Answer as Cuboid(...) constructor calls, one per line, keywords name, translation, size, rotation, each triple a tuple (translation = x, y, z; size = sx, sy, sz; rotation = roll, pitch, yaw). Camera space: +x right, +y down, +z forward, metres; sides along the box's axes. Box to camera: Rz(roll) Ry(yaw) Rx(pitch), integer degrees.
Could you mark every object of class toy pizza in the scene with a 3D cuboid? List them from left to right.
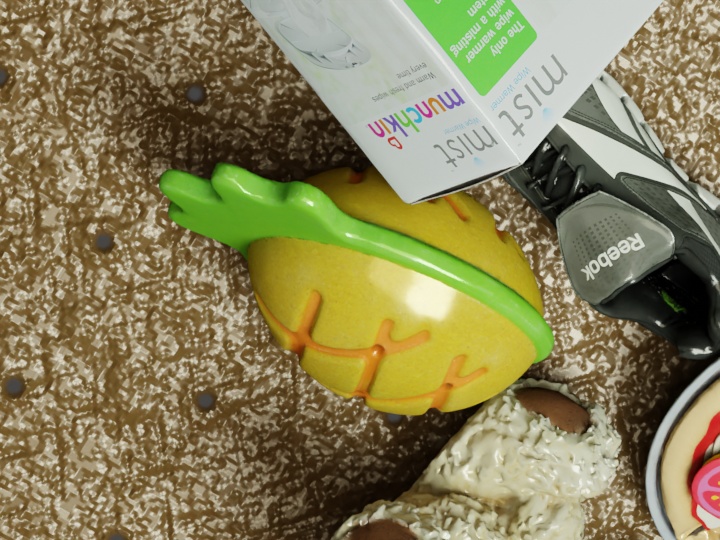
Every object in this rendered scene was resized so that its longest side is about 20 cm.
Cuboid(name="toy pizza", translation=(0.236, 0.096, 1.248), size=(0.199, 0.032, 0.201), rotation=(-3, 131, -4))

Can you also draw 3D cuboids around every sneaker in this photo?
Cuboid(name="sneaker", translation=(0.112, -0.032, 1.213), size=(0.200, 0.091, 0.066), rotation=(41, 121, -14))

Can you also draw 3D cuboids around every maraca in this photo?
Cuboid(name="maraca", translation=(0.000, 0.000, 1.190), size=(0.200, 0.137, 0.107), rotation=(29, 69, -31))

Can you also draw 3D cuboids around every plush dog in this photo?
Cuboid(name="plush dog", translation=(0.069, 0.177, 1.227), size=(0.172, 0.200, 0.161), rotation=(42, 133, 10))

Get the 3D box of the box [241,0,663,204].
Cuboid(name="box", translation=(0.046, -0.161, 1.134), size=(0.177, 0.097, 0.200), rotation=(50, 59, -13))
